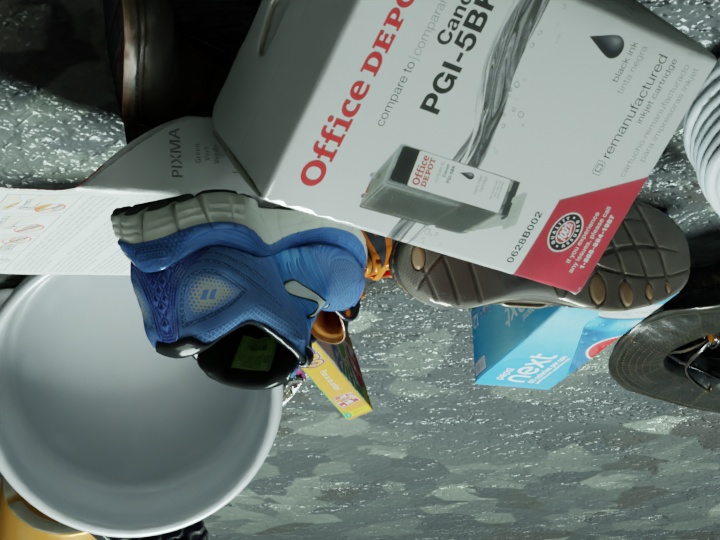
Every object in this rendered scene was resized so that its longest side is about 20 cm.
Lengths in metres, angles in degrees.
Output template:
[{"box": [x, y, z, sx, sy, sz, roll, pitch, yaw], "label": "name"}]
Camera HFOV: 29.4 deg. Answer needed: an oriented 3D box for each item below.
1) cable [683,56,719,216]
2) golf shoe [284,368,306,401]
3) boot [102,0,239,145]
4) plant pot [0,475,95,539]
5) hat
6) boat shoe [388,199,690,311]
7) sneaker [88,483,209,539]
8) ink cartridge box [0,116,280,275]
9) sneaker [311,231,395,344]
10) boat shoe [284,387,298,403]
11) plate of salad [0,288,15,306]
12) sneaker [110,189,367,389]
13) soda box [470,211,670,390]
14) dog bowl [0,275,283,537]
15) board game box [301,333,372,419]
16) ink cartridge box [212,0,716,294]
[{"box": [0.288, -0.080, 0.792, 0.200, 0.069, 0.200, 8, 153, -20], "label": "cable"}, {"box": [-0.111, 0.087, 1.075, 0.073, 0.092, 0.200, -5, 149, -41], "label": "golf shoe"}, {"box": [-0.082, -0.107, 0.727, 0.097, 0.075, 0.200, -9, 165, -7], "label": "boot"}, {"box": [-0.274, 0.249, 1.336, 0.200, 0.200, 0.183, 1, 139, -6], "label": "plant pot"}, {"box": [0.289, 0.042, 1.043, 0.200, 0.081, 0.201, 4, 149, 2], "label": "hat"}, {"box": [0.110, -0.012, 0.861, 0.200, 0.075, 0.073, 3, -179, -19], "label": "boat shoe"}, {"box": [-0.199, 0.164, 1.027, 0.200, 0.070, 0.090, 43, 154, 7], "label": "sneaker"}, {"box": [-0.144, -0.037, 0.731, 0.200, 0.050, 0.161, 3, 164, -29], "label": "ink cartridge box"}, {"box": [0.000, 0.000, 0.892, 0.200, 0.112, 0.078, 14, 151, -30], "label": "sneaker"}, {"box": [-0.111, 0.101, 1.154, 0.072, 0.068, 0.200, 45, 116, -6], "label": "boat shoe"}, {"box": [-0.211, 0.089, 1.062, 0.200, 0.048, 0.200, 26, 140, 23], "label": "plate of salad"}, {"box": [-0.054, 0.015, 0.681, 0.078, 0.089, 0.200, -8, 175, 25], "label": "sneaker"}, {"box": [0.151, 0.024, 1.010, 0.068, 0.064, 0.200, 7, 154, -18], "label": "soda box"}, {"box": [-0.154, 0.073, 0.932, 0.200, 0.201, 0.079, 2, -170, -8], "label": "dog bowl"}, {"box": [-0.040, 0.030, 0.971, 0.030, 0.096, 0.200, -23, 151, 9], "label": "board game box"}, {"box": [0.050, -0.086, 0.674, 0.200, 0.083, 0.147, 15, 113, -31], "label": "ink cartridge box"}]
